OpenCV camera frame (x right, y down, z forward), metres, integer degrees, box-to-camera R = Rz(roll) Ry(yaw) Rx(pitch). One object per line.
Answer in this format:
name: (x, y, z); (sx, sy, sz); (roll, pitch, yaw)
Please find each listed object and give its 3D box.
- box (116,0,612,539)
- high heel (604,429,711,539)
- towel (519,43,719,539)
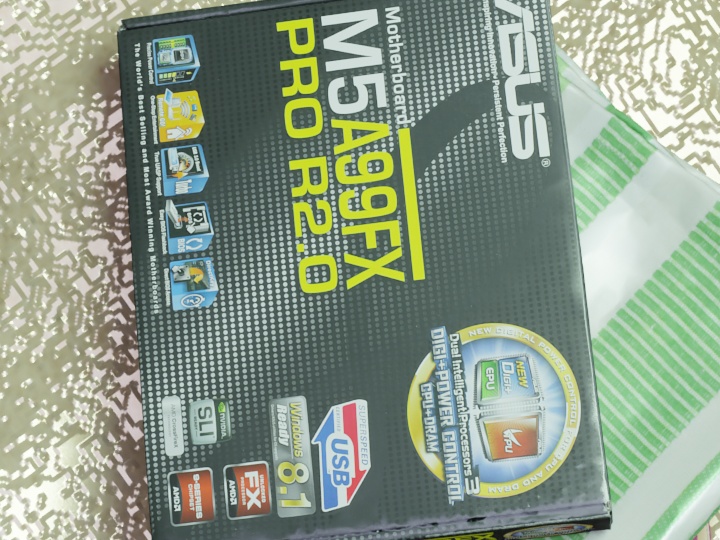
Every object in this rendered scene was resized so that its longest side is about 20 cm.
box: (0.000, 0.000, 0.777); (0.159, 0.044, 0.202); (-7, 76, 6)
high heel: (0.141, 0.139, 0.811); (0.096, 0.067, 0.200); (-40, 79, 6)
towel: (0.068, 0.008, 0.800); (0.200, 0.023, 0.153); (41, 86, 15)
